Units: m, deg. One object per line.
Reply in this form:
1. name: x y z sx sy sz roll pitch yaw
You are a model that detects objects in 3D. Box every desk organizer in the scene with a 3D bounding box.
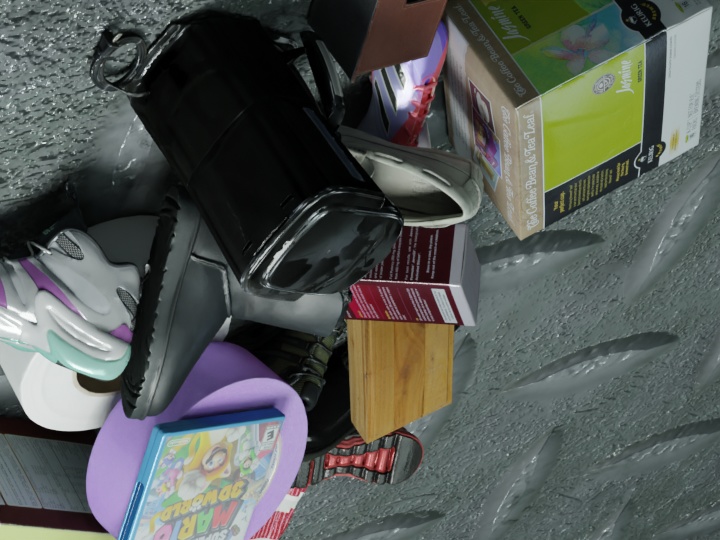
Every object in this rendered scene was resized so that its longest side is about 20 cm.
1. desk organizer: 0.029 -0.246 1.543 0.076 0.072 0.201 -18 147 -30

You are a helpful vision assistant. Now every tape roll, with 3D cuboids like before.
1. tape roll: -0.142 0.165 1.779 0.199 0.065 0.202 -28 136 -31
2. tape roll: -0.211 0.047 1.733 0.201 0.071 0.203 -25 149 -16

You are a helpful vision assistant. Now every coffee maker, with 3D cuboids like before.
1. coffee maker: -0.087 -0.081 1.536 0.191 0.201 0.135 -12 143 -34

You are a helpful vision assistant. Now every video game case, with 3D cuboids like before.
1. video game case: -0.147 0.214 1.742 0.142 0.018 0.202 -5 122 -47

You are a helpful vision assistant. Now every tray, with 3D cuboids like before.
1. tray: 0.039 0.075 1.908 0.098 0.037 0.201 -24 143 -18

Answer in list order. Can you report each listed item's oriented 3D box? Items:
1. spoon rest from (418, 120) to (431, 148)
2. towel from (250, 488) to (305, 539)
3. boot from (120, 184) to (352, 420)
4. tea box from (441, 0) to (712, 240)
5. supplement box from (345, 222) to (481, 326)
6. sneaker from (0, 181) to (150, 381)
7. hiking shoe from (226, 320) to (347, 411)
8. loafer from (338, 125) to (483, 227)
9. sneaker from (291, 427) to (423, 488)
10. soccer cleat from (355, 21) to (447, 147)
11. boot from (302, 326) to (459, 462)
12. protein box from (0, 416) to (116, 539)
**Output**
1. spoon rest: 0.058 -0.062 1.831 0.060 0.100 0.200 -5 154 -6
2. towel: -0.119 0.247 2.166 0.143 0.023 0.201 -9 142 -36
3. boot: -0.095 0.037 1.641 0.167 0.076 0.202 12 100 -21
4. tea box: 0.183 -0.166 1.749 0.196 0.134 0.201 -28 150 -12
5. supplement box: 0.000 0.000 1.765 0.198 0.061 0.109 2 160 11
6. sneaker: -0.262 -0.007 1.596 0.198 0.078 0.141 19 85 -12
7. hiking shoe: -0.051 0.081 1.910 0.199 0.101 0.076 -37 151 6
8. loafer: 0.002 -0.076 1.673 0.070 0.198 0.071 -63 157 -62
9. sneaker: -0.038 0.176 2.094 0.198 0.087 0.074 8 111 -20
10. soccer cleat: 0.032 -0.126 1.714 0.066 0.077 0.201 -8 142 -38
11. boot: -0.004 0.094 1.993 0.210 0.080 0.158 -27 158 -34
12. protein box: -0.337 0.247 1.832 0.199 0.135 0.199 -47 148 20
